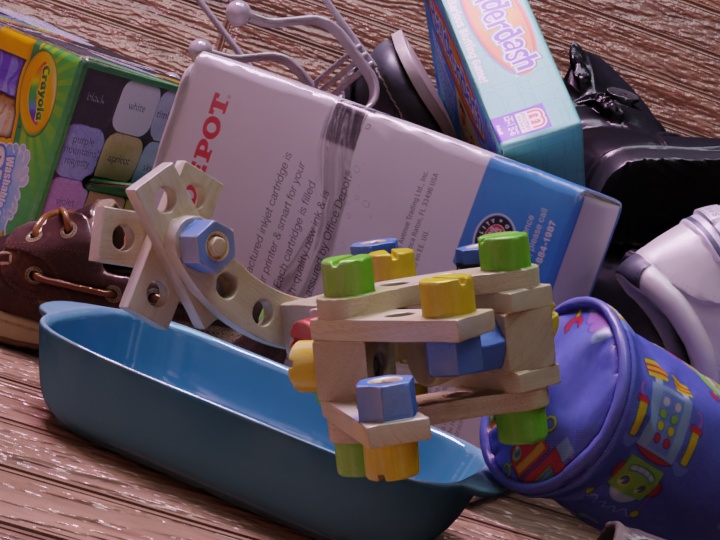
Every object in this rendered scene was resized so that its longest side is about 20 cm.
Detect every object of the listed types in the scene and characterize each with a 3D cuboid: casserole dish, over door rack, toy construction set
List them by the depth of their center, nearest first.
[{"bbox_3d":[-0.007,0.019,0.701,0.131,0.093,0.199,-13,24,-39],"label":"toy construction set"},{"bbox_3d":[-0.040,0.063,0.754,0.199,0.039,0.121,20,7,15],"label":"casserole dish"},{"bbox_3d":[-0.076,-0.153,1.044,0.066,0.201,0.148,-26,0,-23],"label":"over door rack"}]

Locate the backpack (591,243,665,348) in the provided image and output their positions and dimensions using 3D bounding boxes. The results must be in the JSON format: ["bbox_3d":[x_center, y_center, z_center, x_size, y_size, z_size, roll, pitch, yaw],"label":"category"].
[{"bbox_3d":[0.208,0.054,1.150,0.199,0.155,0.163,-4,10,-34],"label":"backpack"}]

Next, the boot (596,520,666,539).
[{"bbox_3d":[0.169,0.138,0.610,0.199,0.073,0.182,26,-7,0],"label":"boot"}]

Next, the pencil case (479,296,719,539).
[{"bbox_3d":[0.133,0.080,0.775,0.199,0.078,0.087,30,16,-38],"label":"pencil case"}]

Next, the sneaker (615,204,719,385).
[{"bbox_3d":[0.177,0.072,0.884,0.070,0.201,0.073,-24,-1,-2],"label":"sneaker"}]

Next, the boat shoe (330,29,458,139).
[{"bbox_3d":[0.012,-0.081,1.089,0.073,0.061,0.200,64,-3,4],"label":"boat shoe"}]

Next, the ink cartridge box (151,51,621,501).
[{"bbox_3d":[0.000,0.000,0.901,0.199,0.146,0.084,21,7,20],"label":"ink cartridge box"}]

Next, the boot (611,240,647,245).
[{"bbox_3d":[0.148,-0.017,1.218,0.204,0.153,0.074,50,22,-52],"label":"boot"}]

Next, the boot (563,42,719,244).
[{"bbox_3d":[0.192,-0.076,1.175,0.199,0.077,0.168,2,28,-21],"label":"boot"}]

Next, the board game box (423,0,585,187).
[{"bbox_3d":[0.078,-0.068,1.036,0.045,0.153,0.200,-17,-33,-2],"label":"board game box"}]

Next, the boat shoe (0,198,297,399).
[{"bbox_3d":[-0.122,0.002,0.859,0.199,0.072,0.072,21,7,10],"label":"boat shoe"}]

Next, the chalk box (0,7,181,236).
[{"bbox_3d":[-0.158,-0.058,1.022,0.199,0.125,0.125,25,8,35],"label":"chalk box"}]
